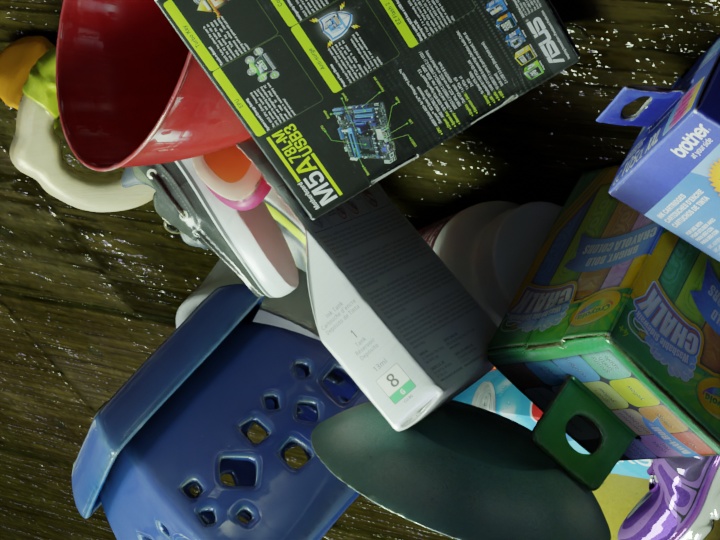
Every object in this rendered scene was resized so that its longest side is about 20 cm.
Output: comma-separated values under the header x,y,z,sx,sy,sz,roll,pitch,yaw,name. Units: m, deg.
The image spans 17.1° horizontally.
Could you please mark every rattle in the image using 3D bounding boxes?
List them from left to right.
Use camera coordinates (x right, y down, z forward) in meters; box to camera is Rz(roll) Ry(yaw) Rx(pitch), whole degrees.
x,y,z,sx,sy,sz,roll,pitch,yaw,name
-0.164,-0.100,1.770,0.200,0.130,0.143,10,173,-22,rattle

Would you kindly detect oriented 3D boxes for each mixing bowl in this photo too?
x,y,z,sx,sy,sz,roll,pitch,yaw,name
-0.100,-0.153,1.504,0.108,0.200,0.200,10,166,-32,mixing bowl

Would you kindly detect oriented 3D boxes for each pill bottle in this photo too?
x,y,z,sx,sy,sz,roll,pitch,yaw,name
0.078,0.016,1.675,0.113,0.113,0.200,37,154,-15,pill bottle

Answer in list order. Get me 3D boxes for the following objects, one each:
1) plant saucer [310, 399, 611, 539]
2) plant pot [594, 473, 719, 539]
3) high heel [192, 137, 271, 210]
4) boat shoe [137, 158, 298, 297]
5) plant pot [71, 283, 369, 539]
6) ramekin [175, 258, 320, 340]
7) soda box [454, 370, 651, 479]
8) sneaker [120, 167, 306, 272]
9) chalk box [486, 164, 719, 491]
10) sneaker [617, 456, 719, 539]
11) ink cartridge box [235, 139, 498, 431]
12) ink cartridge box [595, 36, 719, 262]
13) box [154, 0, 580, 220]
x,y,z,sx,sy,sz,roll,pitch,yaw,name
0.069,0.119,1.510,0.201,0.039,0.201,17,-166,-4,plant saucer
0.178,0.215,1.900,0.200,0.142,0.200,23,153,13,plant pot
-0.066,-0.076,1.602,0.096,0.067,0.200,54,-173,-31,high heel
-0.116,-0.058,1.623,0.200,0.057,0.069,55,-165,3,boat shoe
-0.095,0.138,1.751,0.180,0.200,0.200,41,155,4,plant pot
-0.034,0.045,1.861,0.200,0.098,0.201,23,153,12,ramekin
0.171,0.106,1.801,0.200,0.064,0.068,6,146,39,soda box
-0.081,-0.041,1.694,0.200,0.074,0.081,40,112,0,sneaker
0.176,0.041,1.519,0.124,0.200,0.124,42,152,-25,chalk box
0.228,0.118,1.676,0.083,0.081,0.200,24,116,-6,sneaker
0.000,0.000,1.526,0.050,0.161,0.200,-44,83,20,ink cartridge box
0.240,-0.061,1.416,0.200,0.076,0.136,32,154,-3,ink cartridge box
0.004,-0.149,1.390,0.193,0.048,0.200,-30,132,8,box
